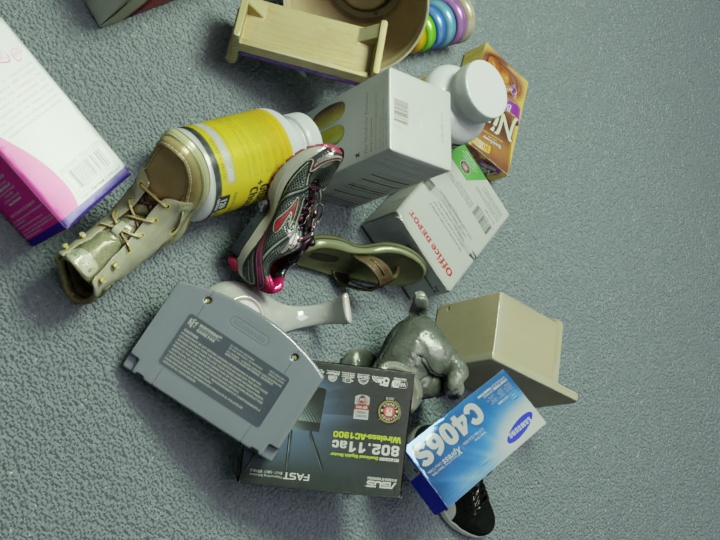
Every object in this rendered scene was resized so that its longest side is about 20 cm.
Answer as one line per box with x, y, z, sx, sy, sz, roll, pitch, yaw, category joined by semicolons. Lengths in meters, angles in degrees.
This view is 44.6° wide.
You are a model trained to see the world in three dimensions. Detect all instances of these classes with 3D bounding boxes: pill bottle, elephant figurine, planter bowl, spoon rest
0.107;-0.223;1.250;0.112;0.200;0.113;11;72;-38;pill bottle
-0.144;-0.137;1.082;0.200;0.112;0.113;-23;94;-41;pill bottle
0.036;0.158;1.163;0.199;0.142;0.155;-28;68;-26;elephant figurine
0.001;-0.396;1.238;0.200;0.200;0.135;48;27;-21;planter bowl
-0.112;0.060;1.107;0.199;0.061;0.100;-2;79;-27;spoon rest

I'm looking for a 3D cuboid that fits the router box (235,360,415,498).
-0.042;0.185;1.050;0.199;0.062;0.151;7;85;-8;router box

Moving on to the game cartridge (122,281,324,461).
-0.148;0.106;0.993;0.200;0.042;0.133;34;78;-1;game cartridge

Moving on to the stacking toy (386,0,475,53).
0.088;-0.375;1.368;0.200;0.085;0.086;-29;98;-37;stacking toy

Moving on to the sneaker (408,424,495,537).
0.154;0.300;1.227;0.200;0.112;0.073;55;52;-16;sneaker

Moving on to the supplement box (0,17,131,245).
-0.355;-0.139;0.910;0.200;0.103;0.101;54;52;-18;supplement box

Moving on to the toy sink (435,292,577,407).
0.223;0.122;1.321;0.200;0.130;0.113;27;62;-32;toy sink

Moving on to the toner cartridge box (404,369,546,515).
0.146;0.224;1.163;0.200;0.043;0.095;-32;79;-31;toner cartridge box

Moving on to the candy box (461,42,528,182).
0.208;-0.260;1.454;0.116;0.056;0.201;33;61;-31;candy box

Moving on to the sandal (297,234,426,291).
-0.001;0.000;1.190;0.200;0.080;0.058;7;51;-30;sandal

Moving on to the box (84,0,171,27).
-0.248;-0.398;1.061;0.200;0.109;0.128;-38;104;-39;box

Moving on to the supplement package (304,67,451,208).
0.012;-0.168;1.165;0.109;0.200;0.114;13;70;-38;supplement package

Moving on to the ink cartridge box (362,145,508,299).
0.114;-0.075;1.306;0.146;0.084;0.200;55;51;-16;ink cartridge box

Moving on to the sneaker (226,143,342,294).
-0.078;-0.064;1.070;0.075;0.200;0.081;40;16;27;sneaker

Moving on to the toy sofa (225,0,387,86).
-0.070;-0.290;1.150;0.199;0.098;0.083;13;69;-9;toy sofa

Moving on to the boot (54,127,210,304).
-0.243;-0.051;0.926;0.072;0.200;0.155;43;53;4;boot
